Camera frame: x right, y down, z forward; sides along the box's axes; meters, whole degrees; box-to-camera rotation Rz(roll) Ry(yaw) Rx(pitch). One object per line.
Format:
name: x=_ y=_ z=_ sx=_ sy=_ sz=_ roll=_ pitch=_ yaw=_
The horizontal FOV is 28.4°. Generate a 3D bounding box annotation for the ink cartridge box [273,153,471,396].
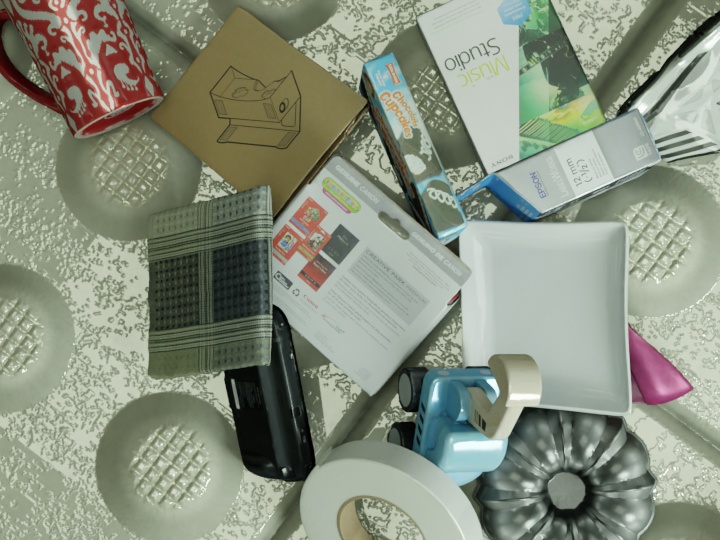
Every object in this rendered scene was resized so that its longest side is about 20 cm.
ink cartridge box: x=0.000 y=0.000 z=1.520 sx=0.200 sy=0.084 sz=0.176 roll=42 pitch=103 yaw=5

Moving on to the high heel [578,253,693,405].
high heel: x=0.290 y=0.046 z=1.517 sx=0.096 sy=0.067 sz=0.200 roll=-11 pitch=101 yaw=12

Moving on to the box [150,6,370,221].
box: x=-0.112 y=-0.175 z=1.556 sx=0.200 sy=0.021 sz=0.164 roll=40 pitch=92 yaw=22

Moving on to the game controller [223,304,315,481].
game controller: x=-0.104 y=0.131 z=1.525 sx=0.042 sy=0.104 sz=0.200 roll=-19 pitch=104 yaw=-39

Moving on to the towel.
towel: x=-0.160 y=0.016 z=1.517 sx=0.200 sy=0.035 sz=0.193 roll=-9 pitch=79 yaw=44

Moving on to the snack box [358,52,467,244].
snack box: x=0.054 y=-0.124 z=1.519 sx=0.037 sy=0.116 sz=0.200 roll=-23 pitch=85 yaw=-5

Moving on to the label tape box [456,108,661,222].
label tape box: x=0.202 y=-0.093 z=1.489 sx=0.200 sy=0.143 sz=0.066 roll=-26 pitch=87 yaw=0

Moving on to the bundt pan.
bundt pan: x=0.219 y=0.236 z=1.511 sx=0.202 sy=0.076 sz=0.202 roll=0 pitch=88 yaw=5

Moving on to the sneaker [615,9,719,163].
sneaker: x=0.383 y=-0.197 z=1.528 sx=0.115 sy=0.076 sz=0.201 roll=44 pitch=99 yaw=-3

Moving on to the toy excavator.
toy excavator: x=0.116 y=0.149 z=1.433 sx=0.100 sy=0.200 sz=0.195 roll=1 pitch=110 yaw=-21

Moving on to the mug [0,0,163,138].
mug: x=-0.315 y=-0.251 z=1.573 sx=0.133 sy=0.177 sz=0.200 roll=-26 pitch=89 yaw=-33

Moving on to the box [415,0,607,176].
box: x=0.165 y=-0.216 z=1.556 sx=0.144 sy=0.036 sz=0.200 roll=-25 pitch=86 yaw=3

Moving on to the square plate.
square plate: x=0.196 y=0.046 z=1.500 sx=0.198 sy=0.028 sz=0.200 roll=2 pitch=96 yaw=35

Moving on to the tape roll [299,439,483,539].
tape roll: x=0.030 y=0.268 z=1.484 sx=0.203 sy=0.037 sz=0.203 roll=16 pitch=127 yaw=23
